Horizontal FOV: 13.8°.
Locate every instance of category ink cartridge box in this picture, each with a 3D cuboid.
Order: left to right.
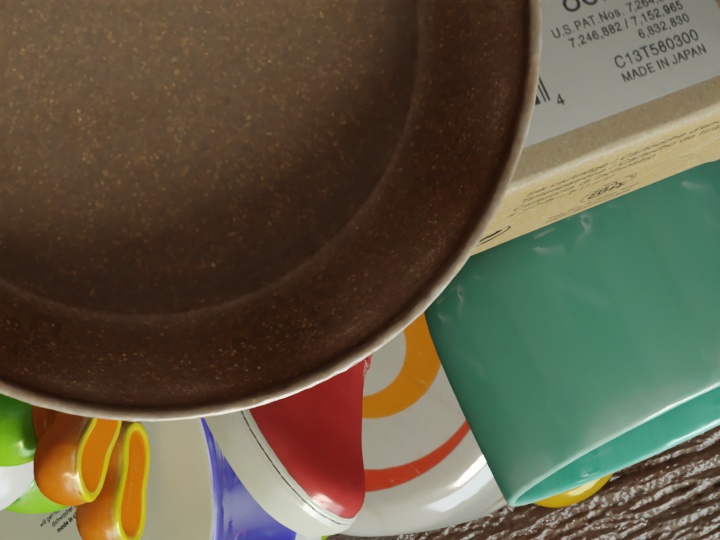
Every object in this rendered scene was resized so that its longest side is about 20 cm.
[{"bbox_3d":[0.007,-0.085,0.857,0.199,0.165,0.075,-22,170,-26],"label":"ink cartridge box"}]

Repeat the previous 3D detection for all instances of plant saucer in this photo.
[{"bbox_3d":[-0.054,-0.063,0.752,0.200,0.201,0.037,-25,-177,-9],"label":"plant saucer"}]

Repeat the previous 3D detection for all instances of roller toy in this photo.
[{"bbox_3d":[0.020,0.035,1.432,0.199,0.183,0.140,-11,174,15],"label":"roller toy"}]

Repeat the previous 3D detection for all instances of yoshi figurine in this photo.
[{"bbox_3d":[-0.196,0.089,1.225,0.199,0.113,0.112,3,-164,15],"label":"yoshi figurine"}]

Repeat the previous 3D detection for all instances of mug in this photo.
[{"bbox_3d":[0.088,0.012,1.120,0.185,0.115,0.152,-30,169,28],"label":"mug"}]

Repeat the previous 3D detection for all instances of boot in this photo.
[{"bbox_3d":[0.000,0.000,1.225,0.144,0.201,0.072,-31,141,24],"label":"boot"}]

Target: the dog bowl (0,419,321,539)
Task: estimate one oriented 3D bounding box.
[{"bbox_3d":[-0.115,0.089,1.322,0.200,0.201,0.079,-33,165,34],"label":"dog bowl"}]
